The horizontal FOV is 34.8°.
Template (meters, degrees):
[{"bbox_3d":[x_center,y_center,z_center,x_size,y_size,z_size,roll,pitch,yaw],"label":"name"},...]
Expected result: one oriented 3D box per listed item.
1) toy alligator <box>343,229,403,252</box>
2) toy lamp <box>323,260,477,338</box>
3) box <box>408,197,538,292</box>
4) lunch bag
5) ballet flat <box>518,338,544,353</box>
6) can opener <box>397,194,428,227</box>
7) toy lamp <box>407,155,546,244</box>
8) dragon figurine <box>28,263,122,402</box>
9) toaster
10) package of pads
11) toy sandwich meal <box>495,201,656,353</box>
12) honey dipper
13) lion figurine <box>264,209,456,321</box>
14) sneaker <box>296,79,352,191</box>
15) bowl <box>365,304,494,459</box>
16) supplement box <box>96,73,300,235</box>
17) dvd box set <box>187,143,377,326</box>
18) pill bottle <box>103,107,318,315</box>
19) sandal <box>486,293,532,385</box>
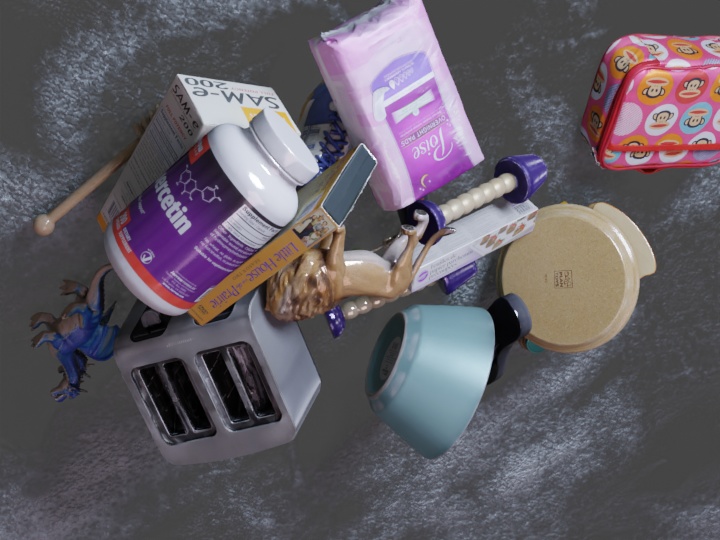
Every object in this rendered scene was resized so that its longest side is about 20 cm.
[{"bbox_3d":[-0.038,-0.002,1.367,0.199,0.059,0.054,-39,92,10],"label":"toy alligator"},{"bbox_3d":[0.049,0.025,1.425,0.198,0.058,0.059,-23,134,-4],"label":"toy lamp"},{"bbox_3d":[0.128,-0.036,1.379,0.198,0.041,0.039,-27,144,-28],"label":"box"},{"bbox_3d":[0.366,-0.190,1.378,0.197,0.082,0.178,-4,133,-19],"label":"lunch bag"},{"bbox_3d":[0.281,0.026,1.519,0.200,0.073,0.068,-42,127,12],"label":"ballet flat"},{"bbox_3d":[0.058,-0.097,1.321,0.078,0.064,0.202,-20,133,-8],"label":"can opener"},{"bbox_3d":[0.140,-0.086,1.325,0.199,0.058,0.059,-26,139,-34],"label":"toy lamp"},{"bbox_3d":[-0.303,0.062,1.293,0.200,0.059,0.099,-45,132,16],"label":"dragon figurine"},{"bbox_3d":[-0.154,0.110,1.275,0.179,0.119,0.202,-13,112,20],"label":"toaster"},{"bbox_3d":[0.037,-0.175,1.186,0.120,0.076,0.202,-31,114,-16],"label":"package of pads"},{"bbox_3d":[0.268,0.003,1.451,0.206,0.205,0.070,-50,166,20],"label":"toy sandwich meal"},{"bbox_3d":[-0.262,-0.101,1.189,0.199,0.038,0.038,-40,133,10],"label":"honey dipper"},{"bbox_3d":[0.000,0.000,1.214,0.197,0.073,0.124,3,115,-19],"label":"lion figurine"},{"bbox_3d":[-0.039,-0.120,1.242,0.075,0.089,0.201,18,117,-32],"label":"sneaker"},{"bbox_3d":[0.076,0.123,1.448,0.104,0.202,0.202,23,118,-14],"label":"bowl"},{"bbox_3d":[-0.168,-0.096,1.176,0.125,0.074,0.201,0,138,-46],"label":"supplement box"},{"bbox_3d":[-0.078,-0.036,1.147,0.199,0.147,0.029,-35,105,30],"label":"dvd box set"},{"bbox_3d":[-0.137,-0.058,1.073,0.199,0.113,0.112,-40,133,12],"label":"pill bottle"},{"bbox_3d":[0.163,0.091,1.490,0.042,0.077,0.201,-22,156,-22],"label":"sandal"}]
